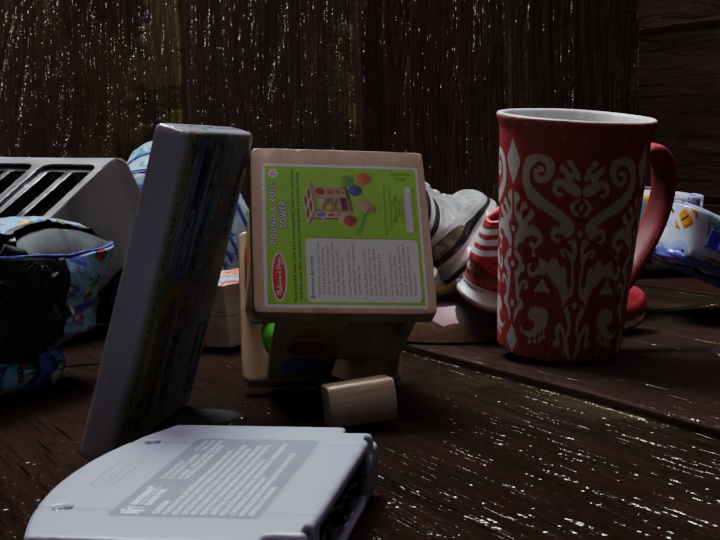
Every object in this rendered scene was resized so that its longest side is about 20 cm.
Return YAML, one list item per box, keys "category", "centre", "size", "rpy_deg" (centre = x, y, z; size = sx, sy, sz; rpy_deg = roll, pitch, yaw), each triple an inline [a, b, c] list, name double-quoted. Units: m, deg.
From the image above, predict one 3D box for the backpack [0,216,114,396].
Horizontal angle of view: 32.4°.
- category: "backpack"
  centre: [-0.292, 0.024, 0.965]
  size: [0.181, 0.136, 0.200]
  rpy_deg: [1, 7, 22]

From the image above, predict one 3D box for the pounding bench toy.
- category: "pounding bench toy"
  centre: [-0.022, 0.039, 0.896]
  size: [0.123, 0.202, 0.156]
  rpy_deg: [0, -26, -9]

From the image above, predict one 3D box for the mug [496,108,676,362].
- category: "mug"
  centre: [0.197, -0.031, 1.058]
  size: [0.176, 0.202, 0.133]
  rpy_deg: [2, 11, -7]

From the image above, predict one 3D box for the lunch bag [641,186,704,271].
- category: "lunch bag"
  centre: [0.367, -0.060, 1.758]
  size: [0.168, 0.128, 0.200]
  rpy_deg: [0, -1, -11]

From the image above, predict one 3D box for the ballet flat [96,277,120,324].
- category: "ballet flat"
  centre: [-0.249, 0.027, 1.305]
  size: [0.199, 0.075, 0.074]
  rpy_deg: [6, 8, 27]

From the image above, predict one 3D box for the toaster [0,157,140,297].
- category: "toaster"
  centre: [-0.333, -0.029, 1.240]
  size: [0.180, 0.119, 0.200]
  rpy_deg: [3, 36, 28]

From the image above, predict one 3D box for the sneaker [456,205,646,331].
- category: "sneaker"
  centre: [0.196, -0.010, 1.160]
  size: [0.198, 0.116, 0.078]
  rpy_deg: [5, 24, -24]

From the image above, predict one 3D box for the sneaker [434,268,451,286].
- category: "sneaker"
  centre: [0.000, 0.000, 1.361]
  size: [0.198, 0.076, 0.105]
  rpy_deg: [3, -12, 6]

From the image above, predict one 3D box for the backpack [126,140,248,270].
- category: "backpack"
  centre: [-0.197, -0.049, 1.381]
  size: [0.162, 0.201, 0.154]
  rpy_deg: [2, 28, 21]

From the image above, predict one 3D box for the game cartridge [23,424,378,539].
- category: "game cartridge"
  centre: [-0.070, 0.109, 0.573]
  size: [0.132, 0.041, 0.200]
  rpy_deg: [4, 6, 10]

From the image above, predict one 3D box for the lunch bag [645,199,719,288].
- category: "lunch bag"
  centre: [0.386, -0.015, 1.291]
  size: [0.199, 0.076, 0.160]
  rpy_deg: [19, 6, -6]

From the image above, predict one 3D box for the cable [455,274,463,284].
- category: "cable"
  centre: [0.201, -0.008, 1.346]
  size: [0.198, 0.070, 0.200]
  rpy_deg: [3, -3, 8]

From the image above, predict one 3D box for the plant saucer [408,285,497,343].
- category: "plant saucer"
  centre: [0.090, 0.040, 1.239]
  size: [0.199, 0.037, 0.200]
  rpy_deg: [-1, 6, 0]

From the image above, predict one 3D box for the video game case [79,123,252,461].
- category: "video game case"
  centre: [-0.120, 0.006, 0.794]
  size: [0.022, 0.202, 0.182]
  rpy_deg: [15, 7, 5]

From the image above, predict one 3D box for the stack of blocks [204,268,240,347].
- category: "stack of blocks"
  centre: [-0.104, 0.029, 1.223]
  size: [0.114, 0.059, 0.199]
  rpy_deg: [-2, 7, 38]

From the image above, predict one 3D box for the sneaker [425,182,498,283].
- category: "sneaker"
  centre: [0.076, -0.071, 1.253]
  size: [0.076, 0.115, 0.201]
  rpy_deg: [-41, 8, 18]
